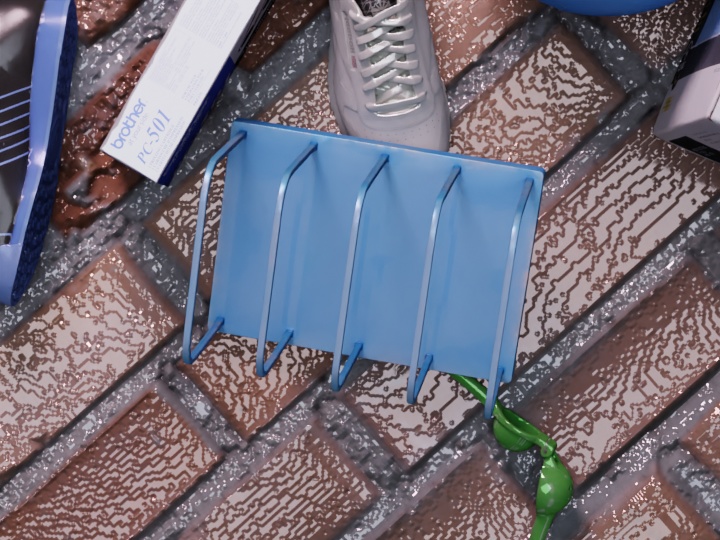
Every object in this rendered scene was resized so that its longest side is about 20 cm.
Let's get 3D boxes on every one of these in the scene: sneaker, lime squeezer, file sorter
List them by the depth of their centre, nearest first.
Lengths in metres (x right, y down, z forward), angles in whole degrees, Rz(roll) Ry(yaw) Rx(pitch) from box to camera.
[{"bbox_3d":[0.000,0.000,1.319,0.199,0.123,0.139,10,105,7],"label":"file sorter"},{"bbox_3d":[0.013,-0.143,1.363,0.076,0.081,0.201,-13,94,-2],"label":"sneaker"},{"bbox_3d":[-0.232,-0.081,1.370,0.077,0.070,0.201,9,85,3],"label":"sneaker"},{"bbox_3d":[0.096,0.122,1.398,0.070,0.038,0.201,-21,92,32],"label":"lime squeezer"}]

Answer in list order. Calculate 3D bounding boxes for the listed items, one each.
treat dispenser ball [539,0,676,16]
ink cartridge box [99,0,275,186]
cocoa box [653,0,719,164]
[{"bbox_3d":[0.149,-0.254,1.301,0.200,0.201,0.202,0,91,-1],"label":"treat dispenser ball"},{"bbox_3d":[-0.092,-0.150,1.354,0.044,0.094,0.201,30,90,-1],"label":"ink cartridge box"},{"bbox_3d":[0.273,-0.122,1.306,0.133,0.200,0.132,23,90,-1],"label":"cocoa box"}]
